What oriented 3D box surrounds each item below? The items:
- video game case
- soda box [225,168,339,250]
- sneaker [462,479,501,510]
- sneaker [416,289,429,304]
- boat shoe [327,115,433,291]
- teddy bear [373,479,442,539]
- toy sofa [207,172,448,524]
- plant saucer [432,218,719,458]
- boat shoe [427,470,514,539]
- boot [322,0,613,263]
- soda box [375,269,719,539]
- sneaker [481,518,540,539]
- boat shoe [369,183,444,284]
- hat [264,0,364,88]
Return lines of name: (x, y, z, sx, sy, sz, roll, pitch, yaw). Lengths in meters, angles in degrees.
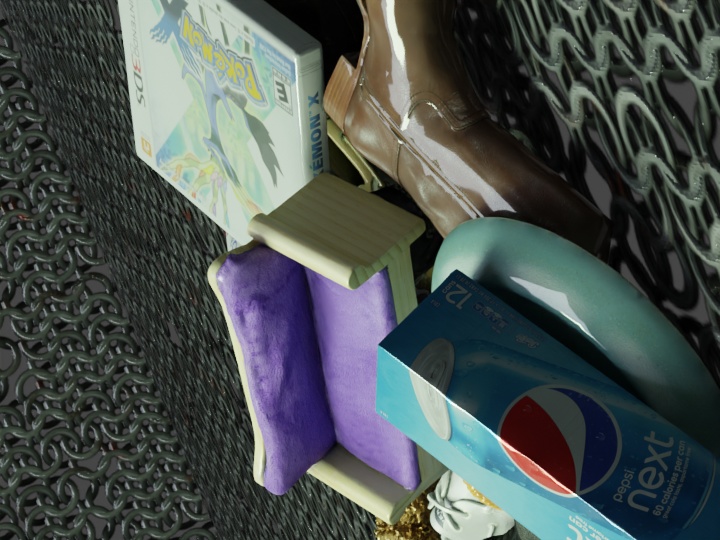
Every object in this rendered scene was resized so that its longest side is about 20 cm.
video game case: (-0.083, -0.099, 1.425, 0.200, 0.022, 0.182, 39, 145, 40)
soda box: (-0.053, -0.055, 1.616, 0.200, 0.068, 0.063, -101, 29, -45)
sneaker: (0.087, 0.042, 1.390, 0.088, 0.075, 0.200, -90, -4, -61)
sneaker: (0.032, 0.063, 1.603, 0.099, 0.071, 0.200, 60, -178, 3)
boat shoe: (-0.002, -0.068, 1.560, 0.201, 0.063, 0.073, 62, 167, 9)
teddy bear: (0.031, 0.120, 1.732, 0.145, 0.067, 0.200, 33, -139, -63)
toy sofa: (-0.012, 0.054, 1.371, 0.083, 0.098, 0.200, 28, 143, 35)
plant saucer: (0.109, 0.060, 1.241, 0.200, 0.027, 0.200, 37, 153, 23)
boat shoe: (0.080, 0.159, 1.626, 0.200, 0.068, 0.072, 89, 155, -59)
boot: (0.073, -0.077, 1.246, 0.200, 0.064, 0.187, 50, 146, 24)
soda box: (0.101, 0.090, 1.173, 0.200, 0.064, 0.068, 36, 153, 21)
sneaker: (0.115, 0.159, 1.494, 0.200, 0.073, 0.112, 9, 119, 66)
boat shoe: (0.000, 0.000, 1.461, 0.072, 0.068, 0.200, 55, 148, 5)
hat: (-0.052, -0.155, 1.448, 0.201, 0.081, 0.201, 39, 159, 18)
